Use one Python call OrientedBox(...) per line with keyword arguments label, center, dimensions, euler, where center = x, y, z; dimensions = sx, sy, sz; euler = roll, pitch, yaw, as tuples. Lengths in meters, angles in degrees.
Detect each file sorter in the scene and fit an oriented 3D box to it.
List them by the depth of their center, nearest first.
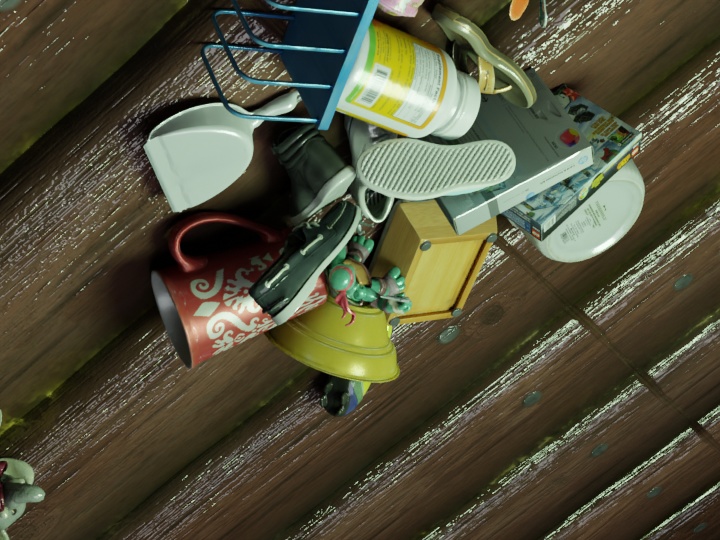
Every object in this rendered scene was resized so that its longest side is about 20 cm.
OrientedBox(label="file sorter", center=(-0.078, -0.273, 1.426), dimensions=(0.121, 0.139, 0.201), euler=(-1, 134, -28))

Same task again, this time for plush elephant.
OrientedBox(label="plush elephant", center=(-0.493, 0.290, 1.777), dimensions=(0.154, 0.166, 0.199), euler=(27, 146, -34))

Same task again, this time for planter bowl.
OrientedBox(label="planter bowl", center=(-0.027, 0.070, 1.836), dimensions=(0.199, 0.200, 0.084), euler=(7, 109, -40))

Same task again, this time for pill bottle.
OrientedBox(label="pill bottle", center=(0.042, -0.220, 1.571), dimensions=(0.199, 0.112, 0.111), euler=(16, 124, -36))

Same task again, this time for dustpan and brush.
OrientedBox(label="dustpan and brush", center=(-0.150, -0.159, 1.586), dimensions=(0.198, 0.058, 0.140), euler=(-20, 144, -3))

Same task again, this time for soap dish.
OrientedBox(label="soap dish", center=(0.098, -0.012, 1.895), dimensions=(0.156, 0.082, 0.201), euler=(-6, 136, -30))

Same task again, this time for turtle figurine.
OrientedBox(label="turtle figurine", center=(0.000, 0.000, 1.748), dimensions=(0.100, 0.151, 0.200), euler=(-27, 177, 9))

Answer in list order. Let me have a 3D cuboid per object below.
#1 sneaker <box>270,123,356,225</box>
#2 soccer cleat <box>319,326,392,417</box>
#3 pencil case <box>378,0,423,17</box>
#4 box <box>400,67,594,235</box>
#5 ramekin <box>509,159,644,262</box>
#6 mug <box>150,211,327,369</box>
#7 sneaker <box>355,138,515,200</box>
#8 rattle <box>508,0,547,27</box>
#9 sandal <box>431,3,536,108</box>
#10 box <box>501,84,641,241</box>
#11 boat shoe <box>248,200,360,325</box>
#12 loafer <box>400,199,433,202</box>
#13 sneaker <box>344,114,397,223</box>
OrientedBox(label="sneaker", center=(-0.069, -0.123, 1.670), dimensions=(0.070, 0.100, 0.200), euler=(-36, 178, -20))
OrientedBox(label="soccer cleat", center=(-0.001, 0.133, 2.028), dimensions=(0.084, 0.064, 0.201), euler=(-32, 153, -55))
OrientedBox(label="pencil case", center=(0.062, -0.369, 1.423), dimensions=(0.086, 0.083, 0.201), euler=(11, 114, -48))
OrientedBox(label="box", center=(0.173, -0.154, 1.719), dimensions=(0.199, 0.157, 0.041), euler=(-29, 146, -3))
OrientedBox(label="ramekin", center=(0.308, -0.104, 1.914), dimensions=(0.198, 0.106, 0.201), euler=(-19, 143, -15))
OrientedBox(label="mug", center=(-0.152, 0.015, 1.715), dimensions=(0.198, 0.134, 0.178), euler=(-21, 145, -18))
OrientedBox(label="sneaker", center=(0.083, -0.116, 1.627), dimensions=(0.198, 0.075, 0.082), euler=(0, 171, -16))
OrientedBox(label="rattle", center=(0.185, -0.368, 1.435), dimensions=(0.142, 0.201, 0.130), euler=(-37, 121, 17))
OrientedBox(label="sandal", center=(0.142, -0.251, 1.643), dimensions=(0.200, 0.080, 0.054), euler=(36, 88, -45))
OrientedBox(label="box", center=(0.250, -0.142, 1.754), dimensions=(0.200, 0.137, 0.040), euler=(-40, 149, -20))
OrientedBox(label="boat shoe", center=(-0.067, -0.025, 1.659), dimensions=(0.060, 0.201, 0.075), euler=(43, 141, -15))
OrientedBox(label="loafer", center=(0.141, -0.131, 1.812), dimensions=(0.198, 0.073, 0.063), euler=(-9, 159, -16))
OrientedBox(label="sneaker", center=(0.024, -0.146, 1.694), dimensions=(0.072, 0.071, 0.201), euler=(-19, 140, -15))
